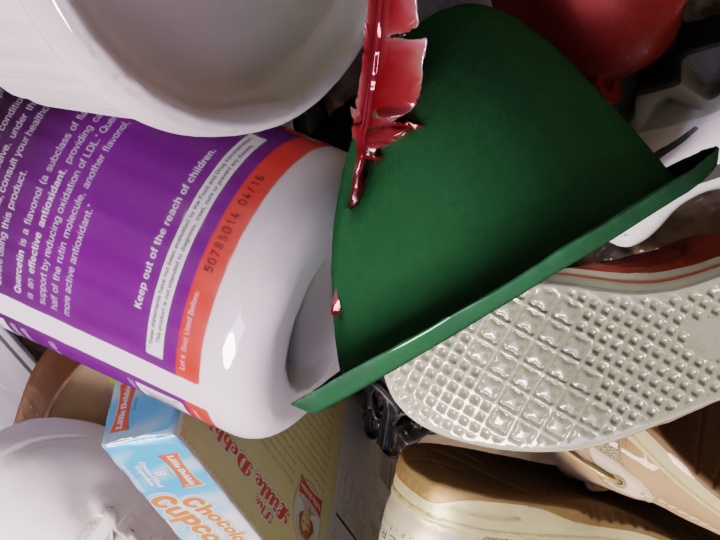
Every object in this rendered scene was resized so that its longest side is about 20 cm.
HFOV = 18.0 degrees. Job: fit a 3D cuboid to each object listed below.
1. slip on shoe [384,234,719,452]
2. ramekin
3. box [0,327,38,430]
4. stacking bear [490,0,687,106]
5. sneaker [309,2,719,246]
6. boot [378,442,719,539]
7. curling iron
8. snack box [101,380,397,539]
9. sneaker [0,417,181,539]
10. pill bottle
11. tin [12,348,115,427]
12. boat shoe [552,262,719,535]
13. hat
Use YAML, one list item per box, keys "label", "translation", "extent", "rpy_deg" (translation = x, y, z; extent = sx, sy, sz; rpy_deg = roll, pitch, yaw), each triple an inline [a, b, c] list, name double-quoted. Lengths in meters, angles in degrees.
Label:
- label: "slip on shoe"
  translation: [0.107, 0.024, 0.897]
  extent: [0.199, 0.061, 0.075]
  rpy_deg: [-13, 101, 4]
- label: "ramekin"
  translation: [-0.080, -0.144, 0.773]
  extent: [0.094, 0.203, 0.203]
  rpy_deg: [-3, 130, 38]
- label: "box"
  translation: [-0.197, 0.073, 1.047]
  extent: [0.200, 0.117, 0.060]
  rpy_deg: [52, 171, -32]
- label: "stacking bear"
  translation: [0.053, -0.147, 0.775]
  extent: [0.113, 0.122, 0.200]
  rpy_deg: [-18, 130, 24]
- label: "sneaker"
  translation: [0.071, -0.039, 0.882]
  extent: [0.199, 0.074, 0.089]
  rpy_deg: [-9, 128, 25]
- label: "boot"
  translation: [0.078, 0.168, 0.989]
  extent: [0.199, 0.073, 0.156]
  rpy_deg: [14, 103, -31]
- label: "curling iron"
  translation: [0.000, 0.000, 0.975]
  extent: [0.049, 0.025, 0.201]
  rpy_deg: [31, 143, 49]
- label: "snack box"
  translation: [-0.040, 0.081, 0.975]
  extent: [0.037, 0.117, 0.200]
  rpy_deg: [-10, 138, 22]
- label: "sneaker"
  translation: [-0.089, 0.133, 0.991]
  extent: [0.200, 0.088, 0.075]
  rpy_deg: [36, 94, -38]
- label: "pill bottle"
  translation: [-0.097, -0.022, 0.861]
  extent: [0.199, 0.113, 0.113]
  rpy_deg: [23, 136, 19]
- label: "tin"
  translation: [-0.116, 0.107, 1.040]
  extent: [0.111, 0.042, 0.201]
  rpy_deg: [8, 110, -39]
- label: "boat shoe"
  translation: [0.111, 0.058, 0.962]
  extent: [0.200, 0.071, 0.065]
  rpy_deg: [37, 138, 1]
- label: "hat"
  translation: [0.015, -0.072, 0.776]
  extent: [0.200, 0.165, 0.177]
  rpy_deg: [-32, 90, 38]
